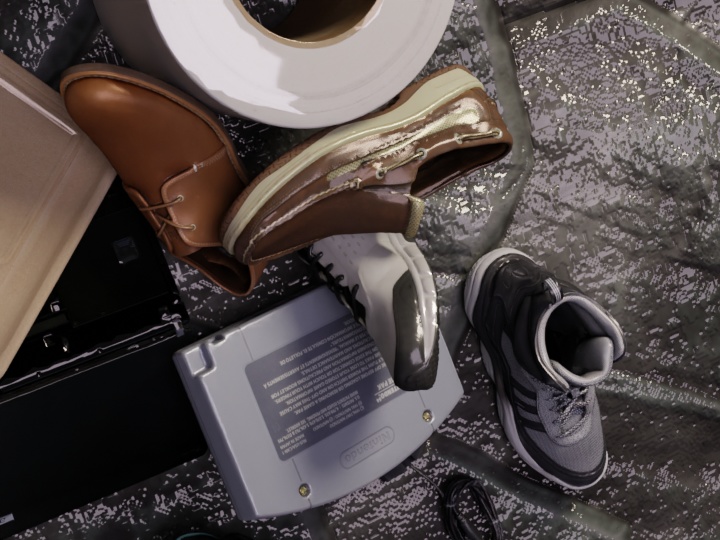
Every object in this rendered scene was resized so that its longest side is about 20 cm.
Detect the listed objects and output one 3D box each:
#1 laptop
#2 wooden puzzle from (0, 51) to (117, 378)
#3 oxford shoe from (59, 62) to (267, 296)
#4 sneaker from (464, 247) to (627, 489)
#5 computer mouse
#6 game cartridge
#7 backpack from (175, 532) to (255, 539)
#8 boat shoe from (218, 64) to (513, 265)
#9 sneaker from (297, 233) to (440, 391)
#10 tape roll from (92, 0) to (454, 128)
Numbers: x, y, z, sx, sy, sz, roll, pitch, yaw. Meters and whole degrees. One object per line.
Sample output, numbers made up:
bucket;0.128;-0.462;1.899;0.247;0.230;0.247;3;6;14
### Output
laptop;-0.205;0.050;0.927;0.176;0.103;0.202;-21;81;-19
wooden puzzle;-0.262;-0.055;0.849;0.199;0.037;0.186;34;68;-20
oxford shoe;-0.112;-0.052;0.876;0.200;0.071;0.072;44;45;-43
sneaker;0.145;0.083;1.028;0.075;0.114;0.201;-30;110;-16
computer mouse;0.042;0.147;1.038;0.200;0.034;0.059;43;80;-24
game cartridge;-0.021;0.079;0.953;0.199;0.041;0.134;-25;100;-39
backpack;-0.077;0.300;0.948;0.175;0.153;0.201;26;99;-37
boat shoe;0.011;-0.053;0.882;0.201;0.075;0.075;-34;72;-19
sneaker;0.000;0.000;0.928;0.079;0.201;0.074;-9;138;-12
tape roll;-0.056;-0.192;0.879;0.201;0.139;0.205;-4;101;-22
